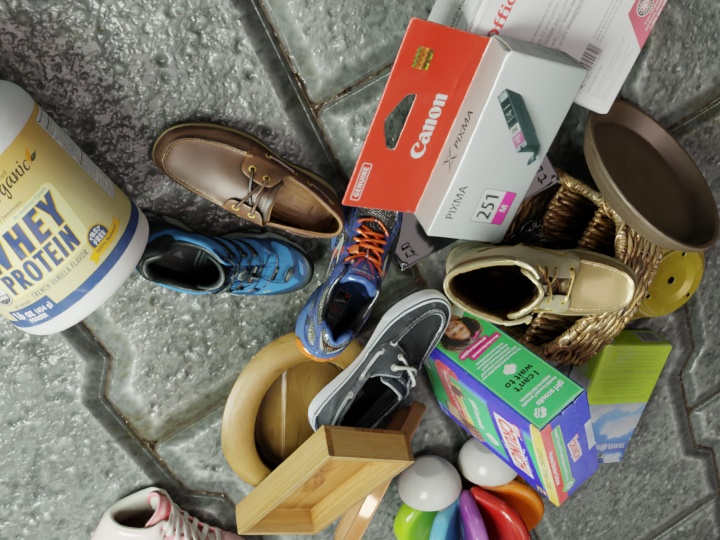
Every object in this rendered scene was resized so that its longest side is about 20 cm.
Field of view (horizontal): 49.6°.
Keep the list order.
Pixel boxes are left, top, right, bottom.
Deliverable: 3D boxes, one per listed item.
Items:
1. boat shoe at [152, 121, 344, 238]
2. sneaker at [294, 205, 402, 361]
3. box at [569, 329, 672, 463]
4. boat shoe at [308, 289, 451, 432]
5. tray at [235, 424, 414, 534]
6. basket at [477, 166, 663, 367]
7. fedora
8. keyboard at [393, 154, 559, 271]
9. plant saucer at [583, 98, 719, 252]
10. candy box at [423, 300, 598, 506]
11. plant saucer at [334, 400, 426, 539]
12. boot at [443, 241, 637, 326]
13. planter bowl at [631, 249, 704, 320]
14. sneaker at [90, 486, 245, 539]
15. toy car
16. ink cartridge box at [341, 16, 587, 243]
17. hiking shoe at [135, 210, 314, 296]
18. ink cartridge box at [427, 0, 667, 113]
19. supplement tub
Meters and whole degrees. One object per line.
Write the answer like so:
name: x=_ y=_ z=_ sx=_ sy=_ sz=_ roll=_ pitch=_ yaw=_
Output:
boat shoe: x=-0.098 y=-0.082 z=0.742 sx=0.200 sy=0.068 sz=0.072 roll=21 pitch=107 yaw=-31
sneaker: x=0.000 y=0.000 z=0.793 sx=0.075 sy=0.078 sz=0.200 roll=21 pitch=81 yaw=-16
box: x=0.345 y=0.179 z=1.096 sx=0.122 sy=0.048 sz=0.200 roll=3 pitch=116 yaw=-25
boat shoe: x=0.030 y=0.106 z=0.815 sx=0.200 sy=0.068 sz=0.072 roll=-44 pitch=120 yaw=-5
tray: x=-0.042 y=0.221 z=0.805 sx=0.098 sy=0.037 sz=0.200 roll=12 pitch=139 yaw=-32
basket: x=0.224 y=0.000 z=0.883 sx=0.149 sy=0.143 sz=0.200 roll=18 pitch=111 yaw=-29
fedora: x=-0.072 y=0.149 z=0.872 sx=0.200 sy=0.082 sz=0.201 roll=-8 pitch=111 yaw=-22
keyboard: x=0.124 y=-0.061 z=0.849 sx=0.200 sy=0.021 sz=0.127 roll=-29 pitch=103 yaw=6
plant saucer: x=0.317 y=-0.103 z=0.861 sx=0.200 sy=0.201 sz=0.029 roll=15 pitch=143 yaw=-30
candy box: x=0.164 y=0.148 z=0.884 sx=0.077 sy=0.200 sz=0.169 roll=-40 pitch=136 yaw=-17
plant saucer: x=0.019 y=0.243 z=0.919 sx=0.032 sy=0.200 sz=0.201 roll=27 pitch=108 yaw=8
boot: x=0.181 y=0.015 z=0.765 sx=0.199 sy=0.155 sz=0.073 roll=11 pitch=99 yaw=7
planter bowl: x=0.369 y=-0.003 z=0.985 sx=0.200 sy=0.083 sz=0.201 roll=-11 pitch=121 yaw=-18
sneaker: x=-0.209 y=0.310 z=0.901 sx=0.200 sy=0.075 sz=0.105 roll=11 pitch=117 yaw=-24
toy car: x=0.148 y=0.329 z=1.027 sx=0.200 sy=0.150 sz=0.175 roll=-16 pitch=122 yaw=-15
ink cartridge box: x=0.096 y=-0.124 z=0.739 sx=0.173 sy=0.044 sz=0.200 roll=4 pitch=126 yaw=-27
hiking shoe: x=-0.133 y=0.001 z=0.760 sx=0.200 sy=0.087 sz=0.075 roll=8 pitch=113 yaw=-27
ink cartridge box: x=0.184 y=-0.259 z=0.762 sx=0.200 sy=0.085 sz=0.146 roll=14 pitch=111 yaw=-31
supplement tub: x=-0.286 y=-0.059 z=0.625 sx=0.144 sy=0.144 sz=0.200 roll=-39 pitch=125 yaw=0
